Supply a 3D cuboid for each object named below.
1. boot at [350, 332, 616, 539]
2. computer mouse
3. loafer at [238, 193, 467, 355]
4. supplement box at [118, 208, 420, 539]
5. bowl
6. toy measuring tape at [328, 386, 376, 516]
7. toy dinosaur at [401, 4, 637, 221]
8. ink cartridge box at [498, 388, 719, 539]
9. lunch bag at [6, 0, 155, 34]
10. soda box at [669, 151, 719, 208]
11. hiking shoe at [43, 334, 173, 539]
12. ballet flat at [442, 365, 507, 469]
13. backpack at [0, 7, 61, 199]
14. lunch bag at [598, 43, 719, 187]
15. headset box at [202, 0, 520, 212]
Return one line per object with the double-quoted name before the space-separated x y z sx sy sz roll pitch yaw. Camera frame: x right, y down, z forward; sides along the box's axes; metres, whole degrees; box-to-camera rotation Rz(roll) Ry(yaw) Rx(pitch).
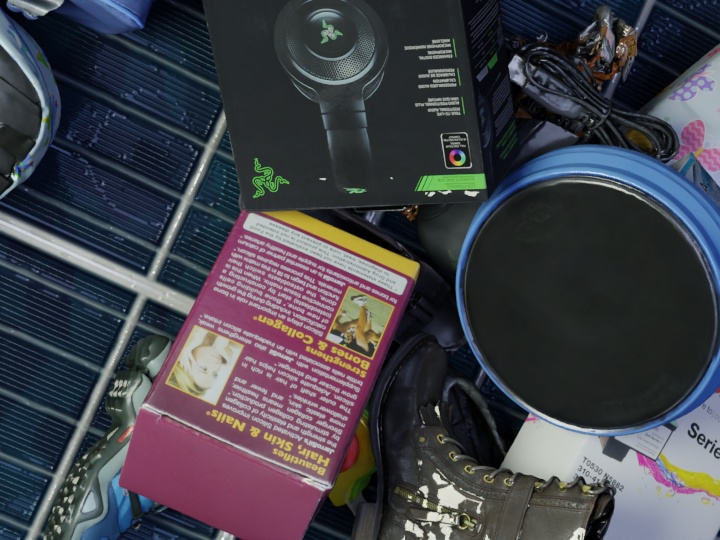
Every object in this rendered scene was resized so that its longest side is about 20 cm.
"boot" 0.090 0.144 1.274 0.069 0.174 0.200 31 66 -58
"computer mouse" 0.110 -0.054 1.310 0.138 0.053 0.200 31 128 -17
"loafer" 0.000 0.000 1.345 0.200 0.063 0.072 37 84 -15
"supplement box" -0.058 0.068 1.253 0.131 0.103 0.200 25 50 1
"bowl" 0.157 0.018 1.258 0.201 0.039 0.201 9 112 23
"toy measuring tape" 0.011 0.145 1.352 0.074 0.074 0.200 -31 99 -11
"toy dinosaur" 0.108 -0.113 1.353 0.136 0.102 0.200 39 80 -28
"ink cartridge box" 0.193 0.142 1.372 0.145 0.084 0.200 38 73 -25
"lunch bag" -0.182 -0.219 1.206 0.136 0.200 0.132 24 90 -14
"soda box" 0.168 0.001 1.323 0.064 0.200 0.068 51 38 -5
"hiking shoe" -0.153 0.147 1.308 0.087 0.074 0.200 27 87 -15
"ballet flat" 0.090 0.161 1.385 0.066 0.057 0.200 -31 102 -10
"backpack" -0.286 -0.130 1.220 0.200 0.154 0.163 40 97 1
"lunch bag" 0.286 -0.054 1.389 0.170 0.127 0.200 -40 93 -10
"headset box" 0.001 -0.135 1.225 0.174 0.093 0.200 -1 114 20
